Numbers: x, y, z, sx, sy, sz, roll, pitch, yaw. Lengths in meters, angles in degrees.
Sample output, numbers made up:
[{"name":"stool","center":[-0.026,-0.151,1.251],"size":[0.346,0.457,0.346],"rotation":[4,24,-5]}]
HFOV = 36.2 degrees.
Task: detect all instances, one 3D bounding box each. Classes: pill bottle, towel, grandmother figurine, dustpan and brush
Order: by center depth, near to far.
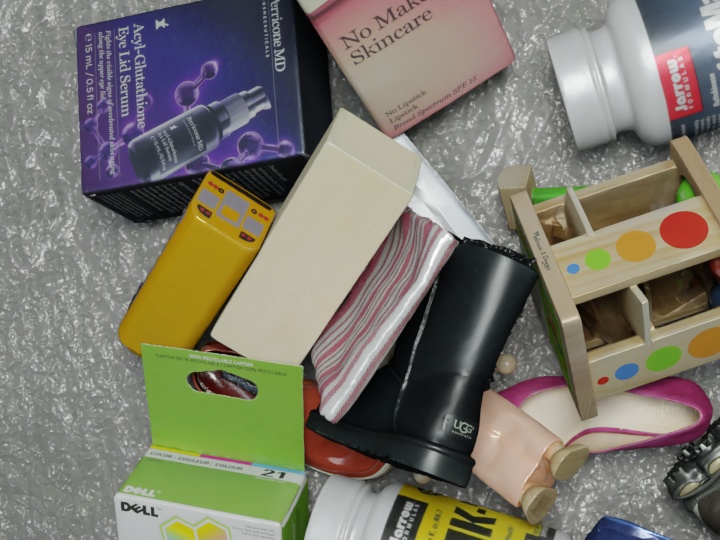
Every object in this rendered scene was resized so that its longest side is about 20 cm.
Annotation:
[{"name":"towel","center":[0.008,0.022,0.795],"size":[0.030,0.200,0.148],"rotation":[31,94,-8]},{"name":"pill bottle","center":[0.248,-0.163,0.834],"size":[0.197,0.119,0.122],"rotation":[-18,84,12]},{"name":"pill bottle","center":[0.058,0.235,0.865],"size":[0.196,0.114,0.116],"rotation":[14,91,13]},{"name":"grandmother figurine","center":[0.077,0.113,0.869],"size":[0.121,0.061,0.199],"rotation":[-47,56,-6]},{"name":"dustpan and brush","center":[0.000,0.000,0.926],"size":[0.199,0.057,0.140],"rotation":[-41,90,2]}]

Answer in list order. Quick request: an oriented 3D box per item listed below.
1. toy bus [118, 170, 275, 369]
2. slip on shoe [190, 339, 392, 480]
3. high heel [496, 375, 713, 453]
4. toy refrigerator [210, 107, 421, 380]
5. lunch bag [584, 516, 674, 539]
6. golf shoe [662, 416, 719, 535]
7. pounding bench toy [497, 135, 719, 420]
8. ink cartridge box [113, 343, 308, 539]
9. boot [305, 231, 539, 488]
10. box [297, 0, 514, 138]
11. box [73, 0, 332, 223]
[{"name":"toy bus","center":[-0.140,0.011,0.894],"size":[0.064,0.079,0.201],"rotation":[30,129,-10]},{"name":"slip on shoe","center":[-0.060,0.118,0.925],"size":[0.198,0.061,0.075],"rotation":[27,92,12]},{"name":"high heel","center":[0.170,0.118,0.852],"size":[0.196,0.096,0.069],"rotation":[-3,87,13]},{"name":"toy refrigerator","center":[-0.036,-0.018,0.852],"size":[0.075,0.070,0.201],"rotation":[29,121,-7]},{"name":"lunch bag","center":[0.207,0.271,0.791],"size":[0.134,0.200,0.134],"rotation":[19,74,15]},{"name":"golf shoe","center":[0.312,0.125,0.784],"size":[0.095,0.077,0.201],"rotation":[48,132,12]},{"name":"pounding bench toy","center":[0.200,-0.024,0.828],"size":[0.153,0.125,0.202],"rotation":[-19,48,4]},{"name":"ink cartridge box","center":[-0.121,0.172,0.888],"size":[0.145,0.076,0.203],"rotation":[7,118,13]},{"name":"boot","center":[0.045,0.061,0.815],"size":[0.076,0.199,0.171],"rotation":[26,78,-24]},{"name":"box","center":[0.019,-0.220,0.835],"size":[0.127,0.200,0.110],"rotation":[-31,54,7]},{"name":"box","center":[-0.127,-0.135,0.920],"size":[0.196,0.104,0.151],"rotation":[-10,77,13]}]
